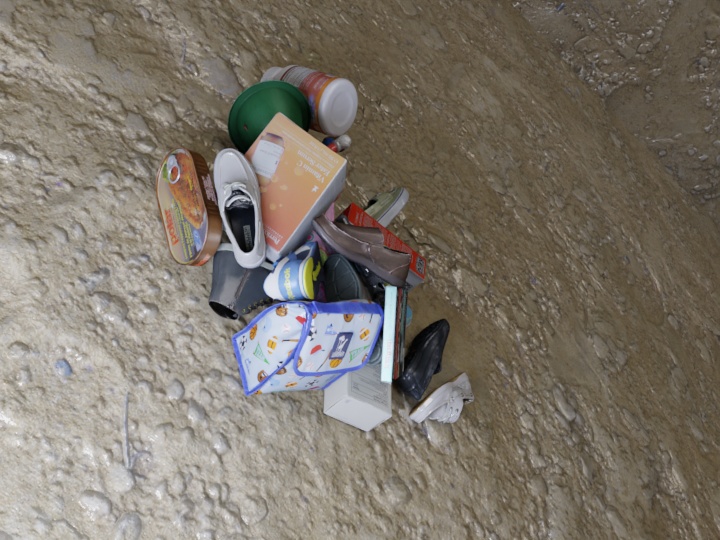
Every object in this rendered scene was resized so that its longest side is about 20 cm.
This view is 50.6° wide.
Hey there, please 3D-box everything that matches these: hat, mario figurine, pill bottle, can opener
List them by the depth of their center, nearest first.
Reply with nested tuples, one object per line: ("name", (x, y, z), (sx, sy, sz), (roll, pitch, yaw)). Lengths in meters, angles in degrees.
("can opener", (0.000, 0.000, 1.363), (0.204, 0.052, 0.067), (63, 4, 2))
("hat", (-0.140, -0.215, 1.391), (0.201, 0.163, 0.178), (56, 6, -50))
("mario figurine", (-0.055, -0.190, 1.521), (0.202, 0.103, 0.126), (-77, 150, -58))
("pill bottle", (-0.109, -0.347, 1.532), (0.197, 0.115, 0.111), (24, 23, 34))

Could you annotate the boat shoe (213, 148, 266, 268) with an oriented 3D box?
("boat shoe", (-0.192, -0.106, 1.191), (0.070, 0.066, 0.206), (-9, 73, -4))

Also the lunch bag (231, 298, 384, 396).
("lunch bag", (-0.077, 0.111, 1.189), (0.167, 0.199, 0.126), (3, 57, -45))

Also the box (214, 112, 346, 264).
("box", (-0.137, -0.131, 1.294), (0.150, 0.107, 0.202), (33, 73, 6))

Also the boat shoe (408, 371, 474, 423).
("boat shoe", (0.163, 0.252, 1.433), (0.198, 0.071, 0.070), (-19, 72, -52))

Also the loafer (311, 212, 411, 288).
("loafer", (0.005, -0.047, 1.290), (0.197, 0.072, 0.073), (31, 3, -21))

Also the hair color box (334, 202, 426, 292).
("hair color box", (0.025, -0.030, 1.491), (0.198, 0.101, 0.062), (37, 38, -20))

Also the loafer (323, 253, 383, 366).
("loafer", (-0.006, 0.069, 1.304), (0.063, 0.071, 0.204), (11, 53, -65))

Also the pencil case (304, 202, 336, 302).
("pencil case", (-0.074, -0.040, 1.394), (0.086, 0.087, 0.205), (11, 60, -40))

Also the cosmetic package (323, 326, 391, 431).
("cosmetic package", (-0.003, 0.162, 1.330), (0.102, 0.073, 0.204), (28, 43, -27))

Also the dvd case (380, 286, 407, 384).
("dvd case", (0.058, 0.104, 1.264), (0.200, 0.021, 0.151), (17, 76, -80))

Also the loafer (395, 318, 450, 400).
("loafer", (0.128, 0.169, 1.471), (0.071, 0.067, 0.201), (52, 42, -11))

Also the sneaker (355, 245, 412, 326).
("sneaker", (0.048, 0.028, 1.444), (0.198, 0.130, 0.081), (33, 38, -22))

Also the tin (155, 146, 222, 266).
("tin", (-0.278, -0.102, 1.226), (0.041, 0.111, 0.204), (12, 53, -51))

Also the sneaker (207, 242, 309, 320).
("sneaker", (-0.171, 0.046, 1.265), (0.198, 0.074, 0.109), (29, 59, -35))

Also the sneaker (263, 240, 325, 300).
("sneaker", (-0.103, 0.001, 1.227), (0.200, 0.080, 0.076), (-59, 137, -79))

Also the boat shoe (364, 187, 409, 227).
("boat shoe", (0.045, -0.132, 1.619), (0.062, 0.072, 0.201), (47, 40, -8))
